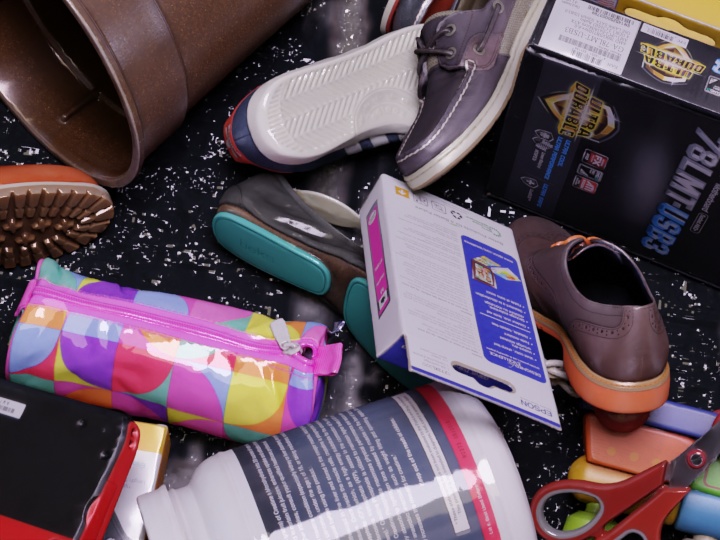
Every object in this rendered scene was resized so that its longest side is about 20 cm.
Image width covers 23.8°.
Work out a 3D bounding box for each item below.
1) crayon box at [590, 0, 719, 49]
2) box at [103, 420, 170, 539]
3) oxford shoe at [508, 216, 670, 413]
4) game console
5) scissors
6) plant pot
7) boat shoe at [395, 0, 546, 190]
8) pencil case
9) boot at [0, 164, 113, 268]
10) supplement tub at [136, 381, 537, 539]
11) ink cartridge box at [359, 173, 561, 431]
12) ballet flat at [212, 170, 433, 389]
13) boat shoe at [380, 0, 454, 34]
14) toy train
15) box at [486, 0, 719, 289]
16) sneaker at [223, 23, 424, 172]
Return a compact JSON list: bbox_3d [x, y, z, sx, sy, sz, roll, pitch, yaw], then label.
[{"bbox_3d":[0.179,-0.125,1.045,0.126,0.200,0.052,22,69,5],"label":"crayon box"},{"bbox_3d":[-0.188,0.180,0.996,0.119,0.041,0.200,10,71,1],"label":"box"},{"bbox_3d":[0.135,0.005,1.015,0.071,0.073,0.200,-7,28,-16],"label":"oxford shoe"},{"bbox_3d":[-0.237,0.144,0.974,0.200,0.031,0.177,13,69,26],"label":"game console"},{"bbox_3d":[0.186,0.119,0.970,0.200,0.014,0.073,-31,85,16],"label":"scissors"},{"bbox_3d":[-0.133,-0.189,1.072,0.200,0.200,0.198,44,65,13],"label":"plant pot"},{"bbox_3d":[0.064,-0.134,1.061,0.065,0.072,0.200,42,57,-17],"label":"boat shoe"},{"bbox_3d":[-0.111,0.050,1.027,0.200,0.088,0.089,11,69,2],"label":"pencil case"},{"bbox_3d":[-0.257,-0.059,1.071,0.200,0.075,0.107,-2,53,-11],"label":"boot"},{"bbox_3d":[-0.012,0.153,0.959,0.200,0.140,0.141,-17,70,-10],"label":"supplement tub"},{"bbox_3d":[0.053,0.022,0.973,0.095,0.037,0.200,22,27,-18],"label":"ink cartridge box"},{"bbox_3d":[0.000,0.000,1.063,0.200,0.068,0.068,38,59,11],"label":"ballet flat"},{"bbox_3d":[0.093,-0.215,1.150,0.063,0.071,0.200,41,68,10],"label":"boat shoe"},{"bbox_3d":[0.141,0.119,1.021,0.200,0.085,0.116,14,84,6],"label":"toy train"},{"bbox_3d":[0.184,-0.068,1.024,0.198,0.200,0.050,23,68,6],"label":"box"},{"bbox_3d":[-0.001,-0.110,1.105,0.200,0.084,0.075,-14,90,-33],"label":"sneaker"}]
